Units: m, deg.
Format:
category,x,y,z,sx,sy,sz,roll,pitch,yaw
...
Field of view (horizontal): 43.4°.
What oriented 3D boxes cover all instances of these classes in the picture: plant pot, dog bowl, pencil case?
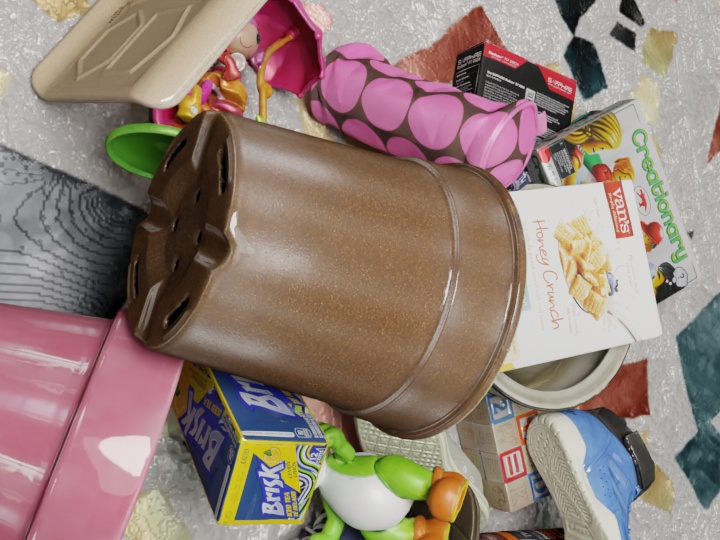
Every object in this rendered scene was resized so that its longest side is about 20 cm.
category,x,y,z,sx,sy,sz,roll,pitch,yaw
plant pot,-0.231,0.104,0.604,0.179,0.200,0.200,22,76,-12
dog bowl,0.149,0.027,0.817,0.200,0.074,0.200,5,80,-27
pencil case,0.055,-0.135,0.774,0.094,0.200,0.091,-44,146,-28
plant pot,-0.032,-0.004,0.593,0.198,0.200,0.201,17,78,-32

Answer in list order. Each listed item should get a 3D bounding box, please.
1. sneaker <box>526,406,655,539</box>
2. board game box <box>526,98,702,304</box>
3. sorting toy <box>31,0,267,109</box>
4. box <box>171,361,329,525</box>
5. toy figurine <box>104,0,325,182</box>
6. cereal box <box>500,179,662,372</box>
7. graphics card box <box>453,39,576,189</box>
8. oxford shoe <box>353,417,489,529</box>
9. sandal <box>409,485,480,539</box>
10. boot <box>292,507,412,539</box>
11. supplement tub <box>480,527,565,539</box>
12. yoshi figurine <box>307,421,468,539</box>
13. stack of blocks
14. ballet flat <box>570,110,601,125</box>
category,x,y,z,sx,sy,sz,roll,pitch,yaw
sneaker,0.235,0.221,0.830,0.111,0.077,0.200,-4,63,-30
board game box,0.253,-0.054,0.904,0.126,0.035,0.200,-28,102,-16
sorting toy,-0.137,-0.187,0.663,0.185,0.200,0.036,-54,130,-17
box,-0.093,0.097,0.663,0.064,0.200,0.070,7,110,-28
toy figurine,-0.098,-0.146,0.722,0.200,0.150,0.184,25,62,-43
cereal box,0.160,0.002,0.762,0.200,0.040,0.144,-9,87,-29
graphics card box,0.144,-0.112,0.904,0.125,0.051,0.200,15,78,-29
oxford shoe,0.055,0.162,0.816,0.200,0.075,0.058,53,23,-30
sandal,0.064,0.279,0.772,0.055,0.082,0.200,40,56,-57
boot,-0.040,0.241,0.771,0.200,0.073,0.090,10,77,-38
supplement tub,0.162,0.300,0.856,0.200,0.107,0.107,7,83,-30
yoshi figurine,-0.023,0.173,0.716,0.200,0.112,0.112,19,61,13
stack of blocks,0.152,0.119,0.889,0.115,0.059,0.200,-15,94,-30
ballet flat,0.249,-0.068,0.959,0.073,0.073,0.200,-18,102,-30
